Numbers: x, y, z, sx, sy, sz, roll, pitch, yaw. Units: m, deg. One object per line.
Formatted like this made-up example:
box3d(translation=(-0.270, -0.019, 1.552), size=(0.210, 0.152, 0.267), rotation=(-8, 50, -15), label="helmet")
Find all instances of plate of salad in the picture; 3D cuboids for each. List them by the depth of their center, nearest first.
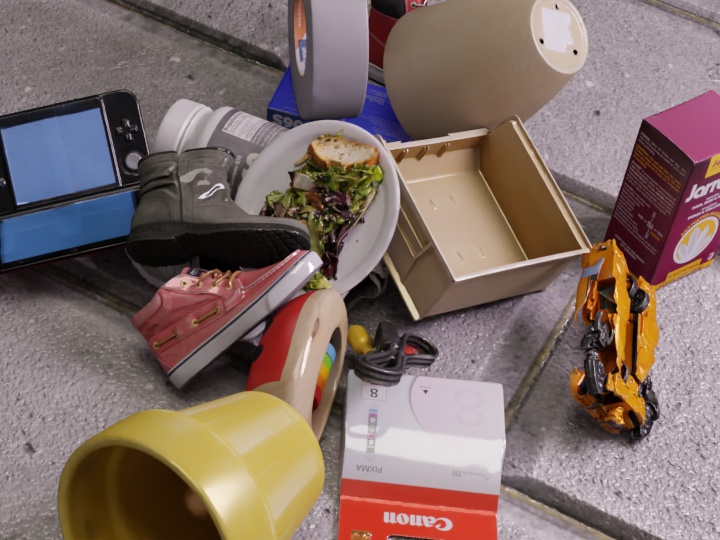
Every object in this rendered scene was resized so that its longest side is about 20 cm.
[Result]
box3d(translation=(-0.053, -0.065, 1.597), size=(0.198, 0.048, 0.202), rotation=(-7, 72, 23), label="plate of salad")

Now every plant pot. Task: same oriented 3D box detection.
box3d(translation=(-0.134, 0.201, 1.360), size=(0.200, 0.202, 0.188), rotation=(31, 35, 21), label="plant pot")
box3d(translation=(0.158, -0.243, 1.758), size=(0.186, 0.199, 0.190), rotation=(11, 73, -36), label="plant pot")

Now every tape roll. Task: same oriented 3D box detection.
box3d(translation=(-0.040, -0.277, 1.767), size=(0.065, 0.202, 0.201), rotation=(-4, 46, -11), label="tape roll")

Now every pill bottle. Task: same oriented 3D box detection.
box3d(translation=(-0.126, -0.116, 1.719), size=(0.198, 0.114, 0.113), rotation=(21, 46, 13), label="pill bottle")

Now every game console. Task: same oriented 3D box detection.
box3d(translation=(-0.321, -0.098, 1.639), size=(0.198, 0.119, 0.174), rotation=(-13, 92, -7), label="game console")

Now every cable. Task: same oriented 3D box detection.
box3d(translation=(0.031, 0.095, 1.525), size=(0.096, 0.051, 0.200), rotation=(22, 15, -5), label="cable")

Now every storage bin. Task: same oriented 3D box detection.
box3d(translation=(0.114, -0.065, 1.657), size=(0.198, 0.094, 0.200), rotation=(-12, 65, -35), label="storage bin")

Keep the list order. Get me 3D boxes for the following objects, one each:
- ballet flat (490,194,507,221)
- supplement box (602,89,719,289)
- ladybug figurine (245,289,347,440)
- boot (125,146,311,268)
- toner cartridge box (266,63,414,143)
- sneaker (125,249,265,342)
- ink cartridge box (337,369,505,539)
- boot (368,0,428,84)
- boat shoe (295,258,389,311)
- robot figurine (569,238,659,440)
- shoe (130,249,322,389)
box3d(translation=(0.097, -0.071, 1.755), size=(0.198, 0.047, 0.068), rotation=(1, 46, -8), label="ballet flat")
box3d(translation=(0.355, -0.086, 1.700), size=(0.110, 0.201, 0.086), rotation=(-22, 53, -28), label="supplement box")
box3d(translation=(-0.064, 0.099, 1.503), size=(0.071, 0.137, 0.201), rotation=(9, 45, 12), label="ladybug figurine")
box3d(translation=(-0.144, -0.074, 1.570), size=(0.198, 0.068, 0.132), rotation=(0, 57, 10), label="boot")
box3d(translation=(-0.007, -0.185, 1.854), size=(0.198, 0.043, 0.095), rotation=(16, 47, 7), label="toner cartridge box")
box3d(translation=(-0.173, -0.012, 1.629), size=(0.199, 0.083, 0.075), rotation=(34, 50, 23), label="sneaker")
box3d(translation=(0.061, 0.190, 1.493), size=(0.161, 0.057, 0.201), rotation=(6, 40, -3), label="ink cartridge box")
box3d(translation=(0.093, -0.279, 1.892), size=(0.199, 0.145, 0.072), rotation=(27, 45, 15), label="boot")
box3d(translation=(0.000, 0.000, 1.655), size=(0.065, 0.072, 0.200), rotation=(34, 51, 18), label="boat shoe")
box3d(translation=(0.264, 0.078, 1.590), size=(0.058, 0.145, 0.202), rotation=(-16, 46, 35), label="robot figurine")
box3d(translation=(-0.137, 0.024, 1.529), size=(0.091, 0.200, 0.071), rotation=(51, 13, 3), label="shoe")
